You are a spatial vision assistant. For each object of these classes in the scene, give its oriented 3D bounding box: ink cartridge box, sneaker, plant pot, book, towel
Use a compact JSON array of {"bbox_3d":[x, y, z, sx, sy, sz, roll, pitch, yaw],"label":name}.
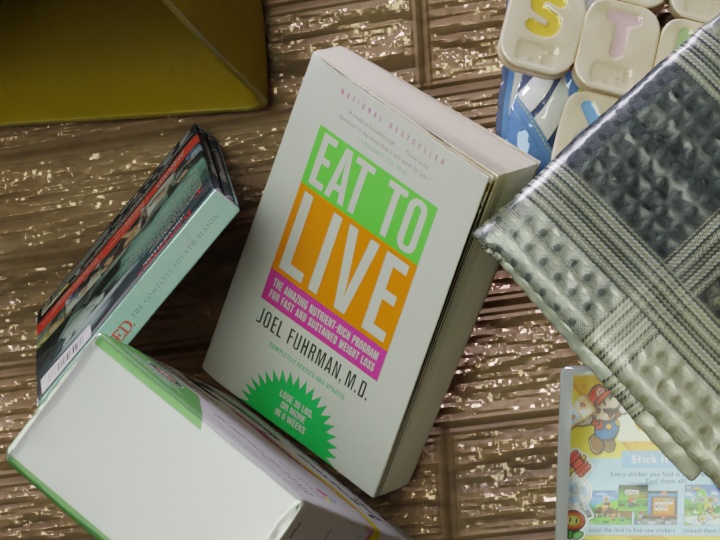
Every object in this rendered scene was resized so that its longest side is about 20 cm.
[{"bbox_3d":[-0.071,0.121,1.543,0.145,0.200,0.084,38,91,22],"label":"ink cartridge box"},{"bbox_3d":[0.118,-0.090,1.583,0.082,0.074,0.201,2,83,16],"label":"sneaker"},{"bbox_3d":[-0.168,-0.203,1.664,0.199,0.200,0.177,-3,69,22],"label":"plant pot"},{"bbox_3d":[0.000,0.000,1.588,0.133,0.048,0.201,34,119,27],"label":"book"},{"bbox_3d":[0.191,-0.007,1.513,0.192,0.035,0.200,-42,81,-7],"label":"towel"}]

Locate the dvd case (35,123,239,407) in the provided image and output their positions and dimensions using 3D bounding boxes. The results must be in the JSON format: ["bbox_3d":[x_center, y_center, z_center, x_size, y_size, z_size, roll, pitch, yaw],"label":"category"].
[{"bbox_3d":[-0.122,-0.003,1.608,0.022,0.200,0.146,39,95,-11],"label":"dvd case"}]

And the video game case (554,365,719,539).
[{"bbox_3d":[0.195,0.138,1.531,0.199,0.023,0.183,-2,78,23],"label":"video game case"}]

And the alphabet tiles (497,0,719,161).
[{"bbox_3d":[0.176,-0.126,1.550,0.199,0.015,0.196,15,77,0],"label":"alphabet tiles"}]
